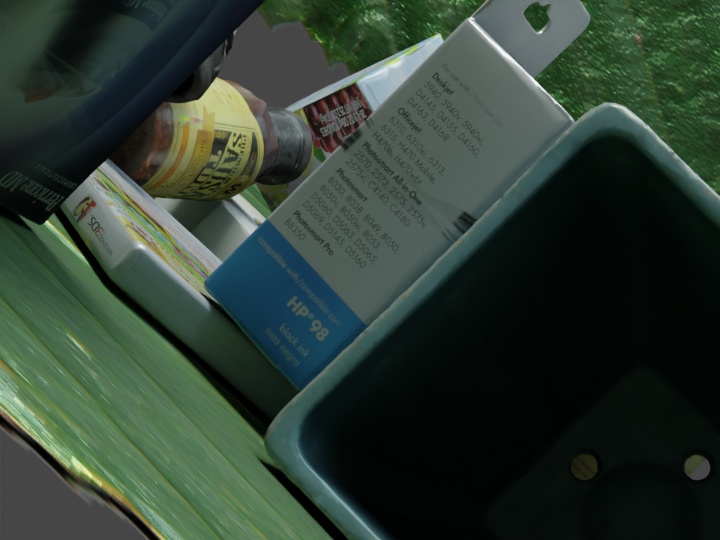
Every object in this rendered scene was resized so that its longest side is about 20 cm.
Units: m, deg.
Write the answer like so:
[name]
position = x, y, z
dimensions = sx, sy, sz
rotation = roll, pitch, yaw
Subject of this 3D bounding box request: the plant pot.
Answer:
[plant pot]
position = 0.110, 0.088, 1.241
dimensions = 0.196, 0.196, 0.200
rotation = 45, -3, 18

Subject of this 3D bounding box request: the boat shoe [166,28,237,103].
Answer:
[boat shoe]
position = -0.138, -0.156, 1.378
dimensions = 0.201, 0.072, 0.061
rotation = 40, 29, -16

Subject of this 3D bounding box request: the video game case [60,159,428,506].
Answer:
[video game case]
position = -0.068, 0.016, 1.348
dimensions = 0.200, 0.023, 0.182
rotation = 44, 3, -33

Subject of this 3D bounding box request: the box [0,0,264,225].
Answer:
[box]
position = -0.114, -0.136, 1.100
dimensions = 0.123, 0.198, 0.200
rotation = 47, 4, 14

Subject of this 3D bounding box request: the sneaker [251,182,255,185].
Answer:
[sneaker]
position = -0.093, -0.081, 1.680
dimensions = 0.081, 0.075, 0.200
rotation = 28, 3, 5

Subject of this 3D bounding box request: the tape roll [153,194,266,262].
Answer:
[tape roll]
position = -0.031, 0.022, 1.615
dimensions = 0.203, 0.037, 0.203
rotation = 45, 3, -3

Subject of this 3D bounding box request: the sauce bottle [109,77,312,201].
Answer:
[sauce bottle]
position = -0.082, -0.067, 1.506
dimensions = 0.066, 0.066, 0.200
rotation = 45, 18, 19

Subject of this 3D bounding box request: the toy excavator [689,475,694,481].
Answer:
[toy excavator]
position = 0.093, 0.083, 1.633
dimensions = 0.200, 0.100, 0.194
rotation = 51, -1, -21

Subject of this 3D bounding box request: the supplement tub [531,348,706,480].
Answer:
[supplement tub]
position = 0.100, 0.050, 1.424
dimensions = 0.144, 0.200, 0.144
rotation = 44, 3, -3

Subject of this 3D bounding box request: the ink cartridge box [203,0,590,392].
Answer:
[ink cartridge box]
position = 0.038, -0.031, 1.285
dimensions = 0.067, 0.200, 0.116
rotation = 46, 3, 18

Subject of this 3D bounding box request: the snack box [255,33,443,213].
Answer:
[snack box]
position = 0.023, -0.032, 1.737
dimensions = 0.169, 0.067, 0.200
rotation = 61, -22, -6
